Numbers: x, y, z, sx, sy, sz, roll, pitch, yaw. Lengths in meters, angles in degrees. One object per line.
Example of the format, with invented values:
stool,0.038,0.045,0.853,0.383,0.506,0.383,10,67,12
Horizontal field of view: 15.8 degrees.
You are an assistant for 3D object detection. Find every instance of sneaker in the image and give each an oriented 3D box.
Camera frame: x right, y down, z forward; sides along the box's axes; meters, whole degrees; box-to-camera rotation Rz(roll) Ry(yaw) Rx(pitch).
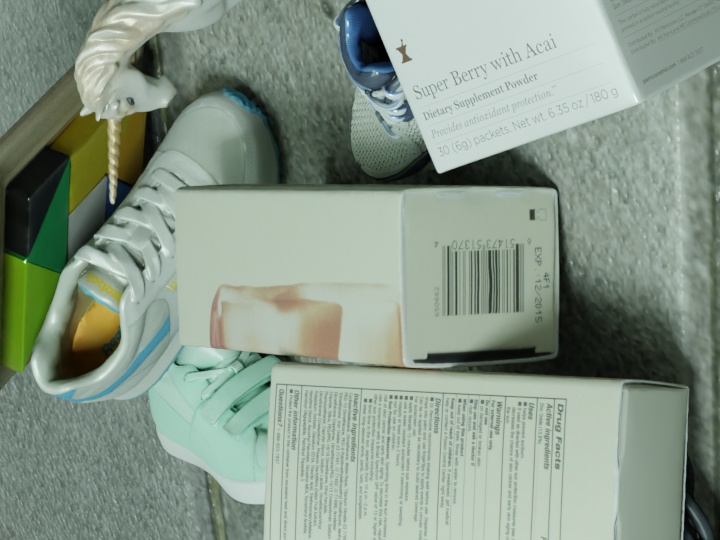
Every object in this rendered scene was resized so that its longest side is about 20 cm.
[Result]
sneaker,-0.113,-0.009,1.444,0.076,0.081,0.201,35,107,19
sneaker,-0.076,0.061,1.495,0.200,0.074,0.119,13,128,53
sneaker,0.019,-0.108,1.241,0.077,0.085,0.200,50,145,20

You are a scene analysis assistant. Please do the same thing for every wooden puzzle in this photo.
wooden puzzle,-0.165,-0.034,1.471,0.037,0.200,0.186,19,134,12

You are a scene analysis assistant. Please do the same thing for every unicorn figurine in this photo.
unicorn figurine,-0.074,-0.145,1.296,0.074,0.137,0.200,48,145,20

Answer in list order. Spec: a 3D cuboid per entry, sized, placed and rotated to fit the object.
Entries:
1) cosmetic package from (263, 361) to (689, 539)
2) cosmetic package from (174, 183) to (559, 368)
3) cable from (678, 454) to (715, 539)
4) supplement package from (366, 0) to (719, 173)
cosmetic package,0.053,0.099,1.246,0.199,0.071,0.106,3,89,34
cosmetic package,0.000,0.000,1.311,0.199,0.103,0.088,4,95,55
cable,0.112,0.162,1.280,0.163,0.051,0.201,-29,68,35
supplement package,0.067,-0.163,1.086,0.121,0.119,0.201,-18,98,45
